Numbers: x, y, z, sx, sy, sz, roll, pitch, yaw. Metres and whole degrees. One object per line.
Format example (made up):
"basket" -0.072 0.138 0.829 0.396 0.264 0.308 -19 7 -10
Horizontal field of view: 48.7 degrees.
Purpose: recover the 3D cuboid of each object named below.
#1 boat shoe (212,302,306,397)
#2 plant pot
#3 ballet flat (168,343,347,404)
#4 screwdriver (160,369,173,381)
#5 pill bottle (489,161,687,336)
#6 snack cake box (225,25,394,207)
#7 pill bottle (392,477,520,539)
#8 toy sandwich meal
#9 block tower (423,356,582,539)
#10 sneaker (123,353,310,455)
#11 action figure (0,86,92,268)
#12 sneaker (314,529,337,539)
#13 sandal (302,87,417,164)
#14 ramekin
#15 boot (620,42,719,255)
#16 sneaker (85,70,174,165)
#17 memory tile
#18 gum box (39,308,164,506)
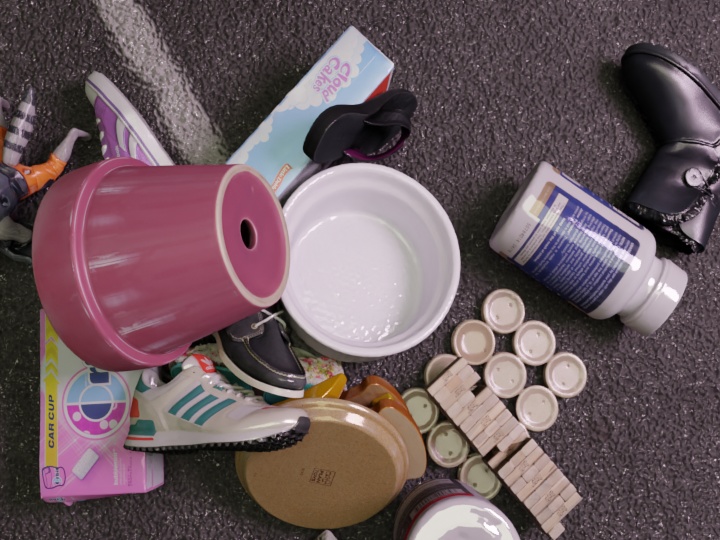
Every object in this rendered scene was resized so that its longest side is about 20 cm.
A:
"boat shoe" -0.105 0.060 0.803 0.070 0.200 0.069 12 108 -32
"plant pot" -0.170 -0.015 0.746 0.175 0.199 0.206 -10 82 22
"ballet flat" -0.107 0.109 0.868 0.195 0.076 0.065 14 50 -5
"screwdriver" -0.170 0.139 0.880 0.198 0.028 0.029 34 53 9
"pill bottle" 0.248 -0.019 0.868 0.198 0.111 0.112 34 83 2
"snack cake box" -0.054 -0.154 0.870 0.067 0.115 0.201 41 83 3
"pill bottle" 0.087 0.266 0.781 0.107 0.200 0.114 0 82 -2
"toy sandwich meal" -0.033 0.187 0.834 0.199 0.071 0.209 0 124 0
"block tower" 0.152 0.186 0.851 0.057 0.054 0.201 -39 86 -5
"sneaker" -0.140 0.125 0.763 0.195 0.070 0.096 -8 72 22
"action figure" -0.412 -0.104 0.853 0.196 0.105 0.197 26 66 -10
"sneaker" -0.020 0.340 0.775 0.099 0.200 0.078 38 105 -6
"sandal" 0.012 -0.140 0.830 0.048 0.199 0.076 39 124 14
"ramekin" 0.000 0.000 0.846 0.195 0.098 0.206 3 72 -8
"boot" 0.345 -0.136 0.903 0.199 0.076 0.170 38 79 -4
"sneaker" -0.271 -0.114 0.880 0.113 0.073 0.203 -35 85 -3
"memory tile" 0.146 0.136 0.892 0.153 0.017 0.200 43 84 3
"gum box" -0.273 0.141 0.844 0.110 0.066 0.206 -3 83 3
